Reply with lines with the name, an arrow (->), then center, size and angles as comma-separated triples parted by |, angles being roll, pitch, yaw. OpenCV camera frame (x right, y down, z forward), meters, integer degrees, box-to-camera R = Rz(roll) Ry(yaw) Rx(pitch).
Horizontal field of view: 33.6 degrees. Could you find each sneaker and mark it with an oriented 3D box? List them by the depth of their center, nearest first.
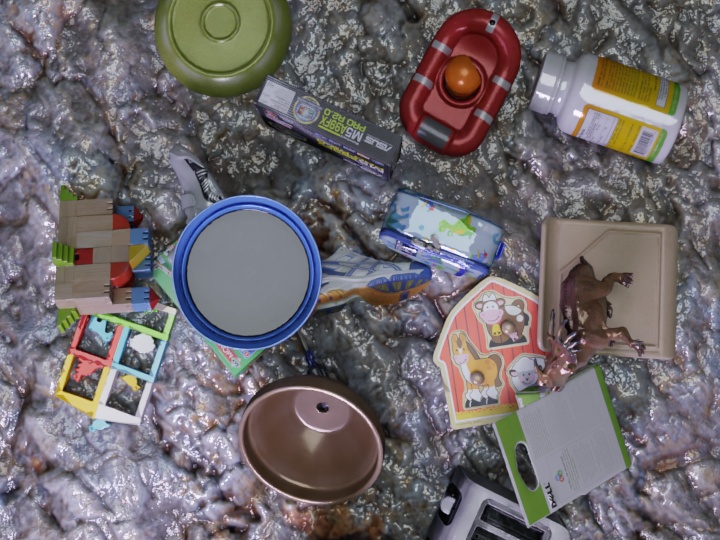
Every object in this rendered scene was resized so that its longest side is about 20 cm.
sneaker -> -0.227, -0.067, 1.622 | 0.114, 0.075, 0.201 | -35, 86, -3
sneaker -> 0.000, 0.000, 1.646 | 0.197, 0.076, 0.089 | -7, 59, -14

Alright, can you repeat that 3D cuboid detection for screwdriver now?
screwdriver -> -0.078, 0.097, 1.673 | 0.029, 0.028, 0.203 | -14, 80, -29

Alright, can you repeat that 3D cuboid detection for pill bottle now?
pill bottle -> 0.334, -0.229, 1.627 | 0.197, 0.111, 0.113 | 19, 89, 2

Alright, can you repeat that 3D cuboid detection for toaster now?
toaster -> 0.179, 0.390, 1.608 | 0.198, 0.119, 0.183 | 26, 90, 2

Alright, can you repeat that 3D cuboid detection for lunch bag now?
lunch bag -> 0.108, -0.045, 1.581 | 0.159, 0.200, 0.084 | 20, 89, 1

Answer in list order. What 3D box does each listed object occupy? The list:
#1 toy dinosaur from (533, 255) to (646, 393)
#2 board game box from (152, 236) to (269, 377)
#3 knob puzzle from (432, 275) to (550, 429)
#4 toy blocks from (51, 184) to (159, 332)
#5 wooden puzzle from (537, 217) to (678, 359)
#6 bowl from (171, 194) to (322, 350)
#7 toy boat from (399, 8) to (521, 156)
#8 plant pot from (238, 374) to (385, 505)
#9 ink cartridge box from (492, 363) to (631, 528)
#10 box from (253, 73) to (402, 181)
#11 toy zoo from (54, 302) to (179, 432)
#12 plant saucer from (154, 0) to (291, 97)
toy dinosaur -> 0.288, 0.055, 1.559 | 0.134, 0.086, 0.203 | 9, 64, -20
board game box -> -0.187, 0.028, 1.662 | 0.134, 0.029, 0.201 | -40, 83, 0
knob puzzle -> 0.197, 0.108, 1.660 | 0.216, 0.030, 0.223 | 0, 88, 1
toy blocks -> -0.344, -0.021, 1.635 | 0.134, 0.100, 0.203 | -4, 64, -1
wooden puzzle -> 0.342, 0.025, 1.655 | 0.197, 0.037, 0.188 | 4, 82, -4
bowl -> -0.149, 0.003, 1.571 | 0.197, 0.039, 0.204 | 0, 90, -3
toy boat -> 0.140, -0.261, 1.622 | 0.129, 0.131, 0.202 | 28, 89, 1
plant pot -> -0.059, 0.211, 1.612 | 0.198, 0.093, 0.203 | 6, 122, 10
ink cartridge box -> 0.249, 0.229, 1.579 | 0.198, 0.075, 0.150 | -22, 95, -32
box -> -0.040, -0.190, 1.609 | 0.198, 0.160, 0.045 | 25, 87, 1
toy zoo -> -0.347, 0.130, 1.674 | 0.129, 0.020, 0.203 | 19, 88, 2
plant saucer -> -0.196, -0.347, 1.682 | 0.197, 0.031, 0.203 | 0, 88, 0
